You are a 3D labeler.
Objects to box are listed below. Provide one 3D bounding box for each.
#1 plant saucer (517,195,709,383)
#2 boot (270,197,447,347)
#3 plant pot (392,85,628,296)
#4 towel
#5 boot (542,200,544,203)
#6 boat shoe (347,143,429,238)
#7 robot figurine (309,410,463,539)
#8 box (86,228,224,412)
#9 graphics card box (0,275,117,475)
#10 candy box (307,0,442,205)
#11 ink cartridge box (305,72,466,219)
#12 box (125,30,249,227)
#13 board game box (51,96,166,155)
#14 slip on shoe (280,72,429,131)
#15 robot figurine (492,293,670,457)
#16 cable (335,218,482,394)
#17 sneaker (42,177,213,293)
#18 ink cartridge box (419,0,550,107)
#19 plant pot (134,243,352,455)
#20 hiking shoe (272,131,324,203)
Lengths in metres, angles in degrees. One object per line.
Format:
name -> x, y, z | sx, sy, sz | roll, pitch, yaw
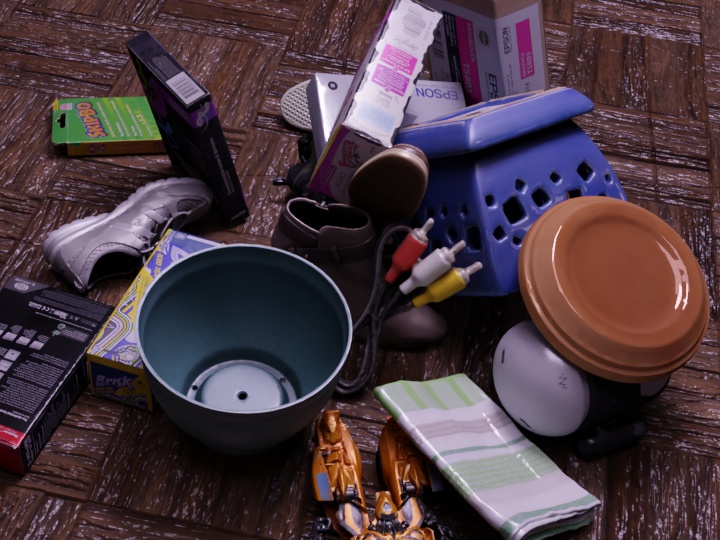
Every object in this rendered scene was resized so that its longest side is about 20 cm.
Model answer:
plant saucer -> 0.251, 0.010, 1.132 | 0.199, 0.037, 0.201 | 8, 59, -13
boot -> 0.000, 0.000, 1.227 | 0.199, 0.147, 0.070 | 12, 46, 7
plant pot -> 0.147, -0.088, 1.258 | 0.199, 0.181, 0.200 | -21, 12, -28
towel -> 0.120, 0.168, 1.096 | 0.149, 0.031, 0.200 | 2, 36, -51
boot -> 0.192, -0.134, 1.464 | 0.131, 0.070, 0.200 | 13, 32, 11
boat shoe -> 0.030, -0.088, 1.196 | 0.072, 0.200, 0.072 | 27, 66, 0
robot figurine -> 0.017, 0.216, 1.062 | 0.144, 0.058, 0.200 | -4, 43, -10
box -> -0.207, 0.047, 1.215 | 0.070, 0.064, 0.200 | 15, 43, 9
graphics card box -> -0.338, 0.098, 1.155 | 0.125, 0.051, 0.200 | 15, 45, 10
candy box -> 0.016, -0.187, 1.292 | 0.061, 0.136, 0.201 | 24, 58, -7
ink cartridge box -> 0.044, -0.136, 1.383 | 0.199, 0.041, 0.201 | 0, 66, -22
box -> -0.196, -0.158, 1.339 | 0.036, 0.200, 0.143 | -34, 54, -15
board game box -> -0.287, -0.185, 1.483 | 0.199, 0.030, 0.096 | -1, 42, -12
slip on shoe -> -0.006, -0.222, 1.537 | 0.199, 0.074, 0.061 | -11, 6, -7
robot figurine -> 0.228, 0.091, 1.177 | 0.199, 0.125, 0.150 | -18, 45, -24
cable -> 0.023, 0.033, 1.168 | 0.097, 0.200, 0.050 | 42, 5, -3
sneaker -> -0.247, -0.033, 1.304 | 0.199, 0.075, 0.082 | -29, 62, -20
ink cartridge box -> 0.152, -0.271, 1.436 | 0.075, 0.201, 0.165 | -26, 35, -21
plant pot -> -0.112, 0.093, 1.122 | 0.199, 0.135, 0.201 | 3, 48, -4
hiking shoe -> -0.025, -0.155, 1.443 | 0.100, 0.076, 0.200 | 26, 47, 14
